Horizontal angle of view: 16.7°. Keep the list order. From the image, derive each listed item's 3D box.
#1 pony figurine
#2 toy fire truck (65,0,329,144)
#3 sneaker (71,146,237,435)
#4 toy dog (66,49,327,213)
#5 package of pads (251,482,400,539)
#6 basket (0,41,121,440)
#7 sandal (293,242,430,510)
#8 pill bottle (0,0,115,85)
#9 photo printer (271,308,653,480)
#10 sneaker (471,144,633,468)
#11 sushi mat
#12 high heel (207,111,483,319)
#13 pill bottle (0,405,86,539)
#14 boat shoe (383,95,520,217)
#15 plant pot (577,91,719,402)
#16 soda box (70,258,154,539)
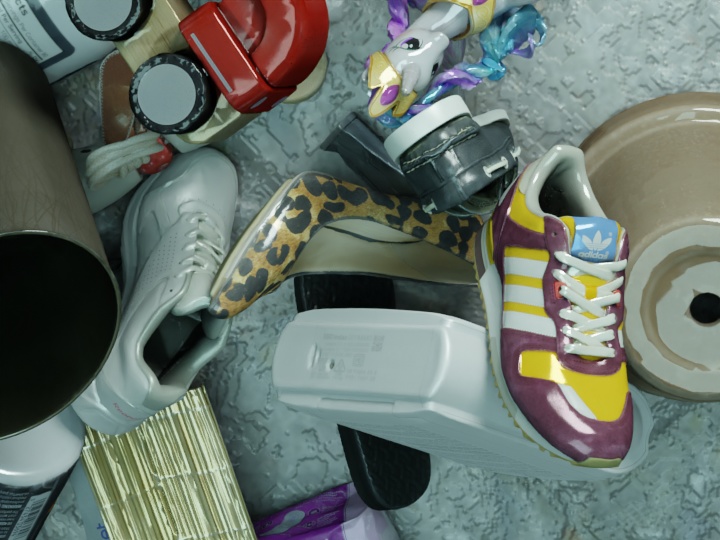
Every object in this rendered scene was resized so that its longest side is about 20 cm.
[{"bbox_3d":[0.048,-0.172,1.483,0.200,0.193,0.167,-46,112,-8],"label":"pony figurine"},{"bbox_3d":[-0.065,-0.193,1.413,0.200,0.129,0.176,-35,86,13],"label":"toy fire truck"},{"bbox_3d":[-0.108,0.010,1.545,0.078,0.099,0.200,31,65,-33],"label":"sneaker"},{"bbox_3d":[-0.117,-0.121,1.536,0.200,0.132,0.096,-28,83,-18],"label":"toy dog"},{"bbox_3d":[-0.007,0.251,1.640,0.120,0.076,0.200,-22,101,9],"label":"package of pads"},{"bbox_3d":[-0.225,-0.030,1.441,0.136,0.200,0.180,9,132,-25],"label":"basket"},{"bbox_3d":[-0.010,0.060,1.594,0.048,0.075,0.200,-8,96,49],"label":"sandal"},{"bbox_3d":[-0.216,-0.170,1.533,0.200,0.120,0.120,-27,100,11],"label":"pill bottle"},{"bbox_3d":[0.070,0.080,1.518,0.200,0.166,0.069,21,77,-37],"label":"photo printer"},{"bbox_3d":[0.118,0.018,1.398,0.075,0.200,0.090,7,135,-27],"label":"sneaker"},{"bbox_3d":[-0.114,0.178,1.593,0.096,0.012,0.200,-16,99,14],"label":"sushi mat"},{"bbox_3d":[0.000,0.000,1.523,0.143,0.200,0.071,42,139,-2],"label":"high heel"},{"bbox_3d":[-0.258,0.150,1.600,0.106,0.106,0.200,31,134,-2],"label":"pill bottle"},{"bbox_3d":[0.062,-0.060,1.487,0.076,0.200,0.060,-33,82,15],"label":"boat shoe"},{"bbox_3d":[0.209,0.000,1.504,0.200,0.175,0.200,1,103,6],"label":"plant pot"},{"bbox_3d":[-0.162,0.097,1.623,0.068,0.063,0.200,-12,103,8],"label":"soda box"}]
